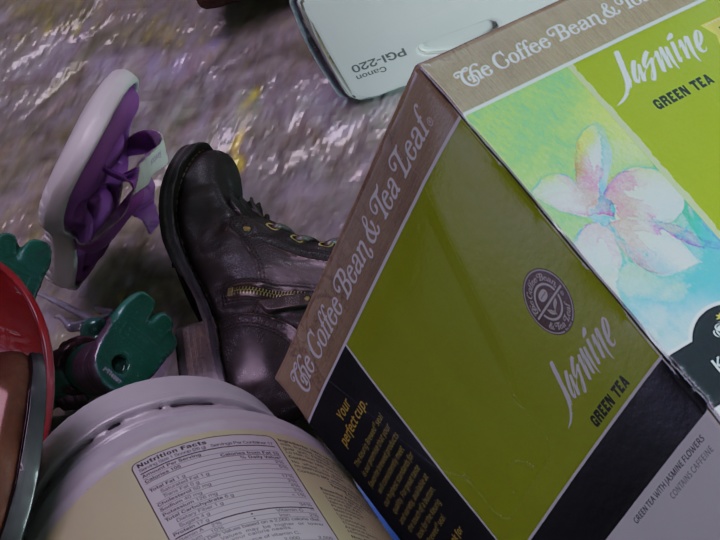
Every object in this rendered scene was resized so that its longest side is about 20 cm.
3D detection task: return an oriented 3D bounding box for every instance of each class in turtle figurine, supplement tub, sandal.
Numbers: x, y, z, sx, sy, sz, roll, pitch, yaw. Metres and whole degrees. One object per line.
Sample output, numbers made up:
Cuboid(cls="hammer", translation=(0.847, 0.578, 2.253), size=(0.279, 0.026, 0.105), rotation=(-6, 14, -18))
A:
Cuboid(cls="turtle figurine", translation=(-0.172, 0.041, 1.092), size=(0.200, 0.150, 0.101), rotation=(-23, 61, 59))
Cuboid(cls="supplement tub", translation=(-0.046, 0.142, 0.847), size=(0.145, 0.145, 0.200), rotation=(-34, 37, -4))
Cuboid(cls="sandal", translation=(-0.115, -0.039, 1.084), size=(0.050, 0.203, 0.083), rotation=(24, 75, -2))

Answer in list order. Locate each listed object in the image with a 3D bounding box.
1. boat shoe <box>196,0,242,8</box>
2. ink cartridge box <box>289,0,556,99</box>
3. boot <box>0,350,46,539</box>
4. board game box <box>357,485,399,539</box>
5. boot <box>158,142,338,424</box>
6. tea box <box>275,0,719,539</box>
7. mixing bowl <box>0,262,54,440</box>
Cuboid(cls="boat shoe", translation=(-0.091, -0.220, 1.311), size=(0.072, 0.072, 0.200), rotation=(-24, 51, 5))
Cuboid(cls="ink cartridge box", translation=(0.035, -0.201, 1.215), size=(0.145, 0.085, 0.200), rotation=(-18, 47, 13))
Cuboid(cls="boot", translation=(-0.230, 0.085, 0.836), size=(0.189, 0.200, 0.068), rotation=(-64, 13, 8))
Cuboid(cls="board game box", translation=(-0.013, 0.175, 0.940), size=(0.158, 0.039, 0.200), rotation=(15, 57, 44))
Cuboid(cls="boot", translation=(0.000, 0.000, 1.078), size=(0.174, 0.069, 0.200), rotation=(-16, 50, 7))
Cuboid(cls="tea box", translation=(0.095, 0.033, 0.804), size=(0.134, 0.200, 0.197), rotation=(-28, 70, -32))
Cuboid(cls="mixing bowl", translation=(-0.237, 0.054, 0.931), size=(0.200, 0.108, 0.200), rotation=(-16, 55, 24))
